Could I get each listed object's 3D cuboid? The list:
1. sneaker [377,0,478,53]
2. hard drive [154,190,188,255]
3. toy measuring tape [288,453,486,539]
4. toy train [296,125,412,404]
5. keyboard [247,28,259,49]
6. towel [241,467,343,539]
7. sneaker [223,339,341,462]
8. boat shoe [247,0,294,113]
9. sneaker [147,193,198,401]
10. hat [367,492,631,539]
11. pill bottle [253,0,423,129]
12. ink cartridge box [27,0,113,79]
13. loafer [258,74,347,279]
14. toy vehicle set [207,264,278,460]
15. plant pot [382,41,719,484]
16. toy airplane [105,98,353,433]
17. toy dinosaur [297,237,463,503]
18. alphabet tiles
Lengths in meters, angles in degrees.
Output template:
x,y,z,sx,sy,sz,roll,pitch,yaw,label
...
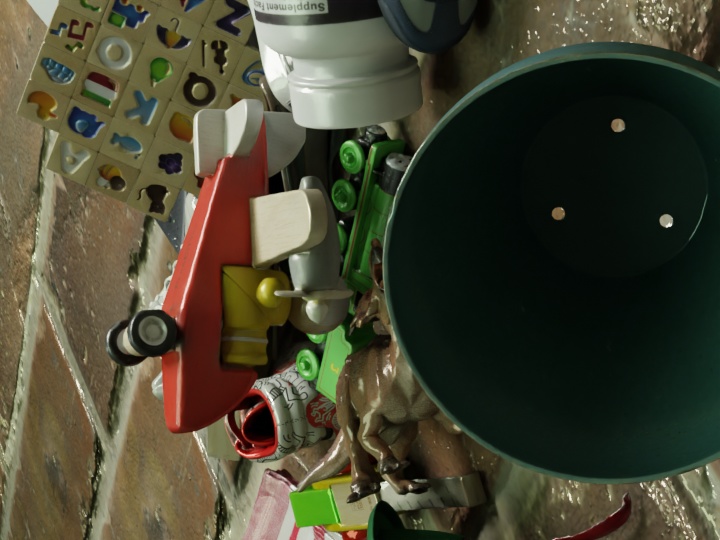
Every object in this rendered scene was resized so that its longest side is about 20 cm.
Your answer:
x,y,z,sx,sy,sz,roll,pitch,yaw,label
0.048,-0.205,1.067,0.082,0.070,0.202,43,144,51,sneaker
-0.156,-0.127,1.610,0.135,0.042,0.202,52,147,44,hard drive
0.027,0.154,1.365,0.199,0.073,0.074,-13,92,44,toy measuring tape
0.000,0.000,1.300,0.056,0.041,0.202,35,124,36,toy train
-0.071,-0.150,1.414,0.201,0.011,0.057,102,145,-60,keyboard
-0.044,0.253,1.440,0.200,0.023,0.145,35,107,52,towel
-0.060,0.097,1.441,0.201,0.107,0.068,0,103,66,sneaker
-0.042,-0.201,1.289,0.064,0.070,0.202,-38,61,38,boat shoe
-0.143,0.029,1.591,0.076,0.091,0.202,-107,13,-65,sneaker
0.112,0.203,1.231,0.200,0.175,0.167,-81,-33,-72,hat
-0.013,-0.193,1.161,0.111,0.110,0.202,27,128,60,pill bottle
-0.161,-0.269,1.408,0.145,0.144,0.202,48,145,45,ink cartridge box
-0.052,-0.071,1.381,0.072,0.062,0.201,57,150,39,loafer
-0.089,0.029,1.479,0.125,0.026,0.202,-71,-13,-53,toy vehicle set
0.118,-0.019,0.910,0.135,0.198,0.202,-65,-30,-68,plant pot
-0.068,-0.010,1.260,0.200,0.140,0.201,-58,18,28,toy airplane
0.015,0.070,1.258,0.200,0.085,0.137,-46,60,50,toy dinosaur
-0.150,-0.130,1.380,0.006,0.165,0.201,-78,13,-55,alphabet tiles
